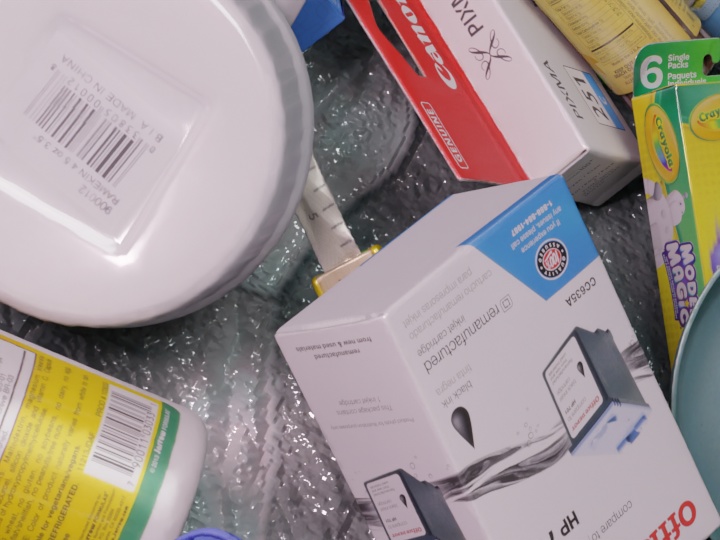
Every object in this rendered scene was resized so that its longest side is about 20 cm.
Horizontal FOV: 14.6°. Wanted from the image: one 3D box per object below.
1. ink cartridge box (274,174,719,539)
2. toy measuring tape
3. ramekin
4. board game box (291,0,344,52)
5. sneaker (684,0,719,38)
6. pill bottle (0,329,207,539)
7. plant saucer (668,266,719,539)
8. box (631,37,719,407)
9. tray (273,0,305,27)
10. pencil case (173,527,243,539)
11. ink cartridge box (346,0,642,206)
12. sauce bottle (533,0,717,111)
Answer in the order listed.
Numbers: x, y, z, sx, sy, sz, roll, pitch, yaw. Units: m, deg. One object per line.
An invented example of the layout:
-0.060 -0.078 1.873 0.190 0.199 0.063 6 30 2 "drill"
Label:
0.069 0.077 1.346 0.146 0.086 0.201 -38 107 -38 "ink cartridge box"
0.000 0.000 1.410 0.073 0.073 0.201 -30 95 -37 "toy measuring tape"
-0.122 -0.067 1.322 0.199 0.098 0.201 0 96 0 "ramekin"
-0.093 -0.219 1.460 0.200 0.045 0.152 43 21 -28 "board game box"
0.159 -0.179 1.607 0.200 0.080 0.130 47 37 20 "sneaker"
-0.179 0.079 1.257 0.199 0.113 0.113 24 51 -11 "pill bottle"
0.234 0.068 1.472 0.199 0.036 0.201 -1 92 -31 "plant saucer"
0.214 -0.030 1.519 0.117 0.048 0.201 -7 85 -30 "box"
-0.109 -0.094 1.380 0.107 0.022 0.201 29 96 -7 "tray"
-0.025 0.199 1.234 0.200 0.087 0.078 47 1 -31 "pencil case"
0.059 -0.132 1.509 0.200 0.045 0.176 59 22 18 "ink cartridge box"
0.113 -0.175 1.539 0.200 0.065 0.065 48 49 -15 "sauce bottle"
